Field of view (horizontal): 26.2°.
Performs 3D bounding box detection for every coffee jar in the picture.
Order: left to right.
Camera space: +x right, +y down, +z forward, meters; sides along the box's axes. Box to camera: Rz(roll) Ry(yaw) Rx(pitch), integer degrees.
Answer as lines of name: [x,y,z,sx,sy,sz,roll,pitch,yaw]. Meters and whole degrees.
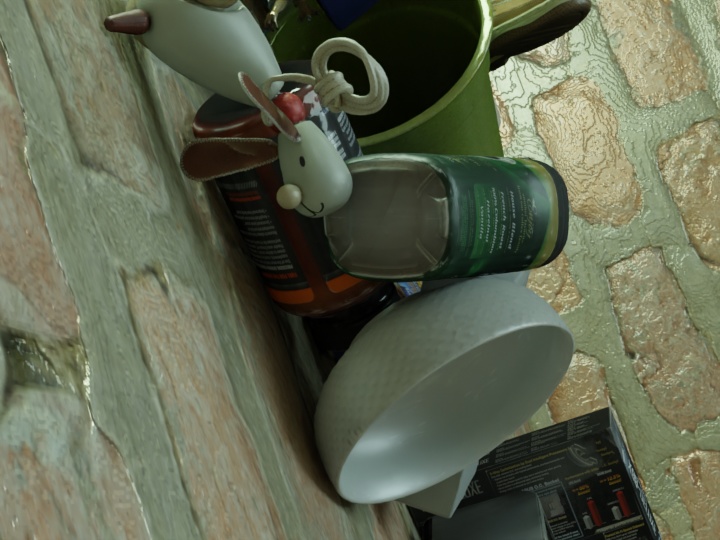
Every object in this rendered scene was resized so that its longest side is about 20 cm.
coffee jar: [0.067,-0.038,1.083,0.199,0.104,0.086,-5,96,-57]

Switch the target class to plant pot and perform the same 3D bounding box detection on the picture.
plant pot: [0.039,-0.121,1.267,0.190,0.199,0.201,58,13,-49]

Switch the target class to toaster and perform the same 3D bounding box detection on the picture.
toaster: [0.126,0.301,1.279,0.200,0.118,0.182,-79,146,-75]

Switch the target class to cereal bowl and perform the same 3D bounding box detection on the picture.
cereal bowl: [0.049,0.074,1.103,0.084,0.199,0.200,55,1,27]

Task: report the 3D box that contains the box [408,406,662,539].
box: [0.158,0.229,1.393,0.050,0.199,0.159,-68,135,-70]

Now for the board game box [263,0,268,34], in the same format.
board game box: [-0.121,-0.242,1.278,0.200,0.047,0.152,48,23,-69]

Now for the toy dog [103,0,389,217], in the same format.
toy dog: [-0.089,-0.119,0.979,0.200,0.096,0.132,42,-42,18]

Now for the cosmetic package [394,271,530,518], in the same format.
cosmetic package: [0.074,0.082,1.242,0.101,0.071,0.202,-42,146,-68]

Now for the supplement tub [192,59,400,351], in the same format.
supplement tub: [-0.037,-0.042,1.117,0.107,0.106,0.201,-94,163,-65]

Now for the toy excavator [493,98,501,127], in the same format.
toy excavator: [0.019,-0.176,1.501,0.100,0.199,0.196,57,14,-54]

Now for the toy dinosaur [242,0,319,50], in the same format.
toy dinosaur: [-0.077,-0.229,1.169,0.200,0.058,0.102,-96,163,-60]

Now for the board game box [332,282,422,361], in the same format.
board game box: [0.000,0.000,1.324,0.201,0.061,0.200,60,13,18]

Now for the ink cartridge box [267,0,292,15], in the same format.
ink cartridge box: [0.013,-0.233,1.419,0.199,0.050,0.161,37,32,-20]

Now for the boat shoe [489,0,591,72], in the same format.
boat shoe: [0.114,-0.217,1.290,0.200,0.071,0.077,-18,-96,58]

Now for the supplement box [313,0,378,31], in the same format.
supplement box: [-0.045,-0.306,1.197,0.200,0.109,0.109,51,2,19]
